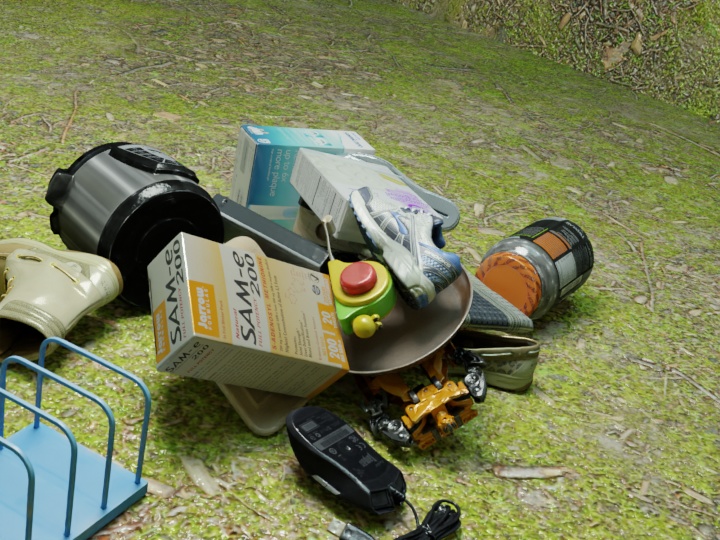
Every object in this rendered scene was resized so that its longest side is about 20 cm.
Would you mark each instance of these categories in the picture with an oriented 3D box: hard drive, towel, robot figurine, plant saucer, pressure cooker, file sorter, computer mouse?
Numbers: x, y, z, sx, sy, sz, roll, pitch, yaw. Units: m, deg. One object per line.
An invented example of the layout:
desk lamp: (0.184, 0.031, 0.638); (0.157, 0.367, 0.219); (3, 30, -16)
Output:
hard drive: (-0.102, -0.014, 1.261); (0.200, 0.140, 0.033); (27, 67, 29)
towel: (0.101, 0.022, 1.261); (0.192, 0.035, 0.200); (7, 26, -45)
robot figurine: (0.061, 0.120, 1.091); (0.145, 0.058, 0.200); (-30, 39, -4)
plant saucer: (0.035, 0.051, 1.111); (0.199, 0.032, 0.201); (-15, 39, 13)
pressure cooker: (-0.292, -0.067, 1.226); (0.178, 0.176, 0.200); (-33, 44, -23)
file sorter: (-0.291, 0.158, 0.812); (0.138, 0.123, 0.200); (22, 27, 20)
computer mouse: (-0.011, 0.215, 0.921); (0.200, 0.046, 0.140); (34, 26, 16)

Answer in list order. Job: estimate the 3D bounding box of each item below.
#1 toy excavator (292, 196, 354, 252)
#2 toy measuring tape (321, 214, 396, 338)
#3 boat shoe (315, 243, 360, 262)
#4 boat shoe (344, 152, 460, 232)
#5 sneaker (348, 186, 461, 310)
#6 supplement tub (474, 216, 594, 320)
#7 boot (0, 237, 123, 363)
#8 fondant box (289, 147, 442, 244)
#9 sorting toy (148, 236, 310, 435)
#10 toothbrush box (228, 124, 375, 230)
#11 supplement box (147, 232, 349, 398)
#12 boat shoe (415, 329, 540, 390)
toy excavator: (0.011, -0.058, 1.461); (0.194, 0.100, 0.200); (23, 18, 18)
toy measuring tape: (0.000, 0.000, 1.105); (0.073, 0.074, 0.200); (5, 40, -15)
boat shoe: (-0.021, 0.003, 1.317); (0.200, 0.060, 0.074); (30, 64, 27)
boat shoe: (0.055, -0.109, 1.478); (0.200, 0.074, 0.067); (32, -11, 3)
sneaker: (0.054, -0.037, 1.127); (0.085, 0.077, 0.200); (-29, 48, -6)
supplement tub: (0.249, 0.000, 1.401); (0.122, 0.123, 0.200); (26, 28, 26)
boot: (-0.390, 0.034, 1.088); (0.199, 0.073, 0.156); (9, 32, 16)
fondant box: (0.004, -0.096, 1.311); (0.144, 0.058, 0.200); (9, 23, -27)
sorting toy: (-0.125, 0.070, 1.087); (0.200, 0.036, 0.185); (51, 34, 0)
toothbrush box: (-0.093, -0.140, 1.508); (0.199, 0.147, 0.085); (0, 28, -28)
supplement box: (-0.116, 0.051, 1.015); (0.200, 0.073, 0.126); (16, 48, -40)
boat shoe: (0.124, 0.093, 1.215); (0.199, 0.063, 0.073); (12, 25, 1)
